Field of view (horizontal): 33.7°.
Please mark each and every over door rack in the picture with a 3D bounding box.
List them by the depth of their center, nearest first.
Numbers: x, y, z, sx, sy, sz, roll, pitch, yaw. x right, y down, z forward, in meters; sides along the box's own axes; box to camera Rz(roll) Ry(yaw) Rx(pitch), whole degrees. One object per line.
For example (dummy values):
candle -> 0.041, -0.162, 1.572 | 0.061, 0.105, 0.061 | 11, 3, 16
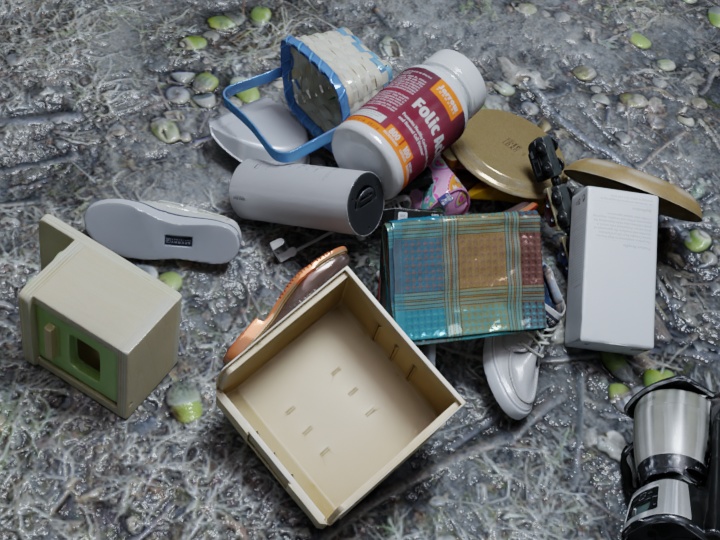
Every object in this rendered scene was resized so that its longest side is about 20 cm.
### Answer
over door rack -> 0.000, 0.000, 1.515 | 0.198, 0.067, 0.149 | -21, 56, -10

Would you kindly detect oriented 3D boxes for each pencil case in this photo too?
pencil case -> 0.066, -0.141, 1.630 | 0.087, 0.088, 0.201 | -21, 59, -27

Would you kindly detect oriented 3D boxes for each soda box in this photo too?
soda box -> 0.057, 0.028, 1.421 | 0.062, 0.071, 0.203 | 4, 90, -12

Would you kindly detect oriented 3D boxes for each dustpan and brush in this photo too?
dustpan and brush -> -0.100, -0.155, 1.632 | 0.199, 0.058, 0.139 | 32, 38, 22

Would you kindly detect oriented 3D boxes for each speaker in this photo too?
speaker -> -0.069, -0.094, 1.504 | 0.198, 0.082, 0.081 | 9, 41, 35

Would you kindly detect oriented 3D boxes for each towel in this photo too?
towel -> 0.124, 0.008, 1.391 | 0.197, 0.022, 0.149 | -5, 92, -16

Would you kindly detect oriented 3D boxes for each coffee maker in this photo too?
coffee maker -> 0.389, 0.247, 1.341 | 0.189, 0.136, 0.202 | 15, 49, 0

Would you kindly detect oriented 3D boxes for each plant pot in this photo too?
plant pot -> 0.374, -0.113, 1.620 | 0.198, 0.200, 0.028 | 22, 91, 6

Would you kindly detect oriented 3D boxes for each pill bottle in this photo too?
pill bottle -> 0.066, -0.191, 1.525 | 0.114, 0.115, 0.200 | 37, 60, 18

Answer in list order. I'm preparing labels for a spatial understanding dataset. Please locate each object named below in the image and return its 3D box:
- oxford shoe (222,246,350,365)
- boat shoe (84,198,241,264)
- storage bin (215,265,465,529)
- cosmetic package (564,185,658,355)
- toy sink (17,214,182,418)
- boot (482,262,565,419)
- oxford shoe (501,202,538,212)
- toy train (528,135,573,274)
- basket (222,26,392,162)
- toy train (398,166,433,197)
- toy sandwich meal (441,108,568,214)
oxford shoe -> -0.072, 0.058, 1.417 | 0.073, 0.071, 0.200 | 41, 82, 8
boat shoe -> -0.247, -0.056, 1.507 | 0.197, 0.072, 0.070 | 7, 22, -2
storage bin -> -0.028, 0.143, 1.310 | 0.198, 0.094, 0.200 | -38, 79, -18
cosmetic package -> 0.321, 0.001, 1.522 | 0.100, 0.074, 0.203 | 8, 79, -7
toy sink -> -0.315, 0.053, 1.349 | 0.199, 0.131, 0.112 | 31, 51, 12
boot -> 0.205, 0.078, 1.455 | 0.073, 0.095, 0.202 | 29, 41, -31
oxford shoe -> 0.159, -0.051, 1.585 | 0.199, 0.072, 0.072 | -30, 54, -33
toy train -> 0.266, -0.080, 1.591 | 0.034, 0.046, 0.203 | -18, 91, -36
basket -> -0.063, -0.226, 1.576 | 0.198, 0.140, 0.177 | -22, 48, -22
toy train -> -0.001, -0.104, 1.568 | 0.197, 0.034, 0.046 | -17, 54, 6
toy sandwich meal -> 0.196, -0.152, 1.684 | 0.202, 0.071, 0.207 | 14, 41, -12
